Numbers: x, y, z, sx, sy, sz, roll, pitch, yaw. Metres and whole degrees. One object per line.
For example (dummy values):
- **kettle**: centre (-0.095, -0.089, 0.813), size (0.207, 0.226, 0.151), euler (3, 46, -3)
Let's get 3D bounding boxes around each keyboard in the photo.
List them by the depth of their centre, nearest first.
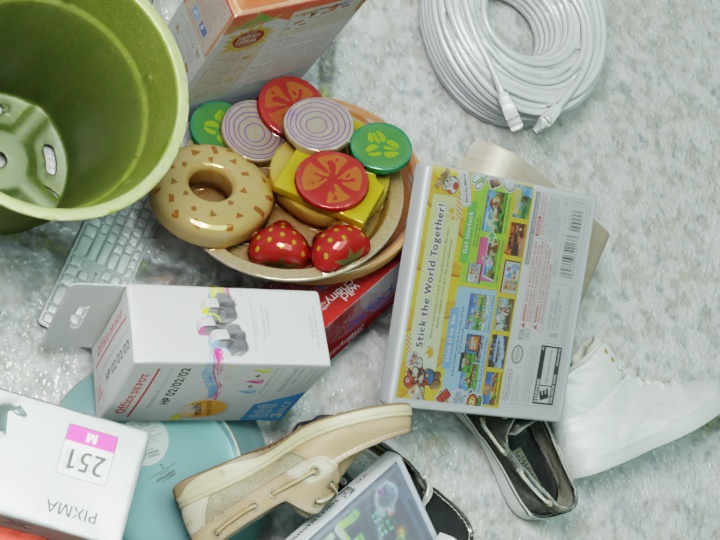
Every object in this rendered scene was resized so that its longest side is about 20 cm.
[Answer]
- **keyboard**: centre (-0.202, -0.032, 1.187), size (0.056, 0.011, 0.202), euler (29, 64, -18)

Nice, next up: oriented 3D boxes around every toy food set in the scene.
- **toy food set**: centre (-0.060, -0.076, 1.176), size (0.198, 0.049, 0.199), euler (22, 54, 10)
- **toy food set**: centre (0.137, -0.008, 1.290), size (0.199, 0.060, 0.145), euler (33, 79, -40)

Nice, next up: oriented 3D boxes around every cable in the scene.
- **cable**: centre (0.152, -0.240, 1.399), size (0.199, 0.069, 0.201), euler (-36, 93, -31)

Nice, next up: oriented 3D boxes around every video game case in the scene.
- **video game case**: centre (0.002, 0.280, 1.155), size (0.181, 0.023, 0.201), euler (-38, 116, -28)
- **video game case**: centre (0.111, 0.022, 1.215), size (0.180, 0.023, 0.202), euler (8, 92, -30)

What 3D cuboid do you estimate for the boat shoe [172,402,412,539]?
- **boat shoe**: centre (-0.045, 0.161, 1.120), size (0.198, 0.071, 0.065), euler (-23, 79, 2)

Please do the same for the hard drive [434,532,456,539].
- **hard drive**: centre (0.044, 0.333, 1.165), size (0.200, 0.026, 0.132), euler (-49, 122, -21)

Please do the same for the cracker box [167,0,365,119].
- **cracker box**: centre (-0.090, -0.197, 1.181), size (0.133, 0.200, 0.058), euler (-19, 79, -30)

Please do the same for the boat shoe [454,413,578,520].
- **boat shoe**: centre (0.134, 0.131, 1.288), size (0.070, 0.064, 0.201), euler (-32, 92, -31)

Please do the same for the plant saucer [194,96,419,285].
- **plant saucer**: centre (-0.044, -0.065, 1.223), size (0.198, 0.038, 0.202), euler (3, 54, -4)

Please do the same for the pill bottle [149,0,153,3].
- **pill bottle**: centre (-0.212, -0.271, 1.194), size (0.104, 0.104, 0.202), euler (23, 66, -20)

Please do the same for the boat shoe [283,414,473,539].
- **boat shoe**: centre (0.024, 0.186, 1.211), size (0.199, 0.060, 0.074), euler (37, 46, -14)

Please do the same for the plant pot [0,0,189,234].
- **plant pot**: centre (-0.253, -0.109, 1.077), size (0.198, 0.190, 0.202), euler (7, 73, -25)

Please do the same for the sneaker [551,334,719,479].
- **sneaker**: centre (0.259, 0.109, 1.354), size (0.199, 0.074, 0.117), euler (-19, 88, -29)

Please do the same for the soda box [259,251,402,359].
- **soda box**: centre (0.000, 0.000, 1.241), size (0.070, 0.064, 0.200), euler (38, 59, 20)

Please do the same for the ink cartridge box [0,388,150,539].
- **ink cartridge box**: centre (-0.273, 0.178, 1.051), size (0.198, 0.044, 0.175), euler (18, 64, -13)

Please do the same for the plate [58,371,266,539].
- **plate**: centre (-0.159, 0.164, 1.147), size (0.198, 0.026, 0.202), euler (7, 74, -26)

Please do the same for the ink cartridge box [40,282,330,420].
- **ink cartridge box**: centre (-0.138, 0.066, 1.107), size (0.198, 0.115, 0.068), euler (3, 61, -25)
